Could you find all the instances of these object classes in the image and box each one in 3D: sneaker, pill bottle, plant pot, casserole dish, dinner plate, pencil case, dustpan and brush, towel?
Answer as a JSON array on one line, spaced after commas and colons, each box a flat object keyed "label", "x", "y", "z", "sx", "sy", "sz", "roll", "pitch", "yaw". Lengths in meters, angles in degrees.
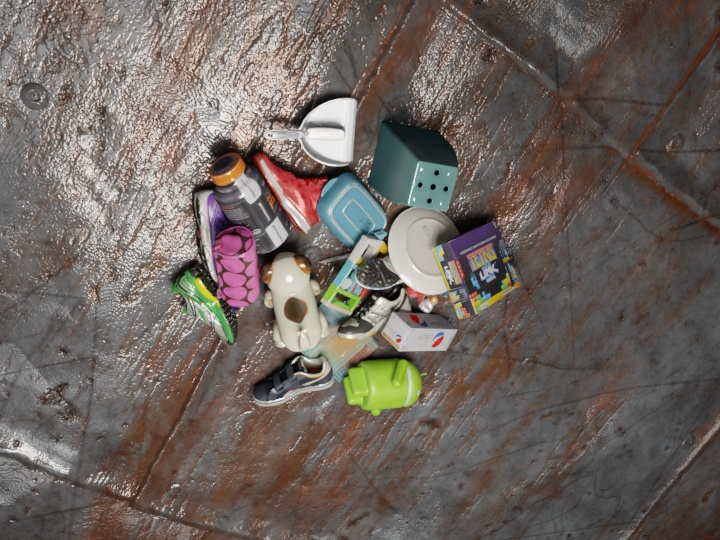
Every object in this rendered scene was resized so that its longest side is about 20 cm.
[{"label": "sneaker", "x": -0.162, "y": 0.250, "z": 1.612, "sx": 0.196, "sy": 0.079, "sz": 0.080, "roll": -17, "pitch": 129, "yaw": -8}, {"label": "sneaker", "x": 0.061, "y": 0.002, "z": 1.525, "sx": 0.198, "sy": 0.072, "sz": 0.073, "roll": -16, "pitch": 82, "yaw": -40}, {"label": "pill bottle", "x": -0.226, "y": -0.138, "z": 1.382, "sx": 0.105, "sy": 0.107, "sz": 0.201, "roll": -29, "pitch": 132, "yaw": -1}, {"label": "sneaker", "x": -0.334, "y": 0.082, "z": 1.503, "sx": 0.084, "sy": 0.078, "sz": 0.202, "roll": -27, "pitch": 112, "yaw": 9}, {"label": "plant pot", "x": 0.119, "y": -0.202, "z": 1.416, "sx": 0.139, "sy": 0.201, "sz": 0.144, "roll": 6, "pitch": 113, "yaw": -18}, {"label": "sneaker", "x": -0.297, "y": -0.070, "z": 1.436, "sx": 0.082, "sy": 0.081, "sz": 0.204, "roll": -11, "pitch": 120, "yaw": -23}, {"label": "casserole dish", "x": -0.011, "y": -0.119, "z": 1.479, "sx": 0.121, "sy": 0.039, "sz": 0.200, "roll": -48, "pitch": 133, "yaw": -4}, {"label": "dinner plate", "x": 0.153, "y": -0.048, "z": 1.528, "sx": 0.196, "sy": 0.024, "sz": 0.204, "roll": 8, "pitch": 72, "yaw": -23}, {"label": "pencil case", "x": -0.254, "y": -0.004, "z": 1.400, "sx": 0.092, "sy": 0.092, "sz": 0.202, "roll": 2, "pitch": 144, "yaw": -5}, {"label": "sneaker", "x": 0.025, "y": 0.094, "z": 1.595, "sx": 0.197, "sy": 0.075, "sz": 0.089, "roll": -23, "pitch": 114, "yaw": -27}, {"label": "dustpan and brush", "x": -0.100, "y": -0.279, "z": 1.399, "sx": 0.196, "sy": 0.057, "sz": 0.142, "roll": -2, "pitch": 115, "yaw": -15}, {"label": "sneaker", "x": -0.135, "y": -0.186, "z": 1.440, "sx": 0.115, "sy": 0.078, "sz": 0.201, "roll": -40, "pitch": 123, "yaw": -11}, {"label": "towel", "x": -0.065, "y": 0.167, "z": 1.638, "sx": 0.146, "sy": 0.022, "sz": 0.200, "roll": -43, "pitch": 118, "yaw": 7}]

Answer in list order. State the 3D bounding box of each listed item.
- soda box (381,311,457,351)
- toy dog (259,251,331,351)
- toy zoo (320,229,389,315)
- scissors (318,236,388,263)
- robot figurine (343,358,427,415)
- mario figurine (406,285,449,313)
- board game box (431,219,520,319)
[{"label": "soda box", "x": 0.140, "y": 0.144, "z": 1.609, "sx": 0.198, "sy": 0.068, "sz": 0.064, "roll": 8, "pitch": 115, "yaw": -50}, {"label": "toy dog", "x": -0.152, "y": 0.061, "z": 1.473, "sx": 0.137, "sy": 0.194, "sz": 0.204, "roll": -10, "pitch": 105, "yaw": 5}, {"label": "toy zoo", "x": 0.000, "y": 0.000, "z": 1.511, "sx": 0.202, "sy": 0.020, "sz": 0.131, "roll": -56, "pitch": 154, "yaw": 2}, {"label": "scissors", "x": 0.005, "y": -0.045, "z": 1.565, "sx": 0.196, "sy": 0.014, "sz": 0.074, "roll": 3, "pitch": 116, "yaw": -15}, {"label": "robot figurine", "x": 0.061, "y": 0.274, "z": 1.664, "sx": 0.196, "sy": 0.117, "sz": 0.177, "roll": 0, "pitch": 143, "yaw": -23}, {"label": "mario figurine", "x": 0.202, "y": 0.050, "z": 1.609, "sx": 0.196, "sy": 0.106, "sz": 0.126, "roll": -2, "pitch": 108, "yaw": -17}, {"label": "board game box", "x": 0.262, "y": -0.006, "z": 1.534, "sx": 0.198, "sy": 0.056, "sz": 0.168, "roll": -24, "pitch": 94, "yaw": -45}]
